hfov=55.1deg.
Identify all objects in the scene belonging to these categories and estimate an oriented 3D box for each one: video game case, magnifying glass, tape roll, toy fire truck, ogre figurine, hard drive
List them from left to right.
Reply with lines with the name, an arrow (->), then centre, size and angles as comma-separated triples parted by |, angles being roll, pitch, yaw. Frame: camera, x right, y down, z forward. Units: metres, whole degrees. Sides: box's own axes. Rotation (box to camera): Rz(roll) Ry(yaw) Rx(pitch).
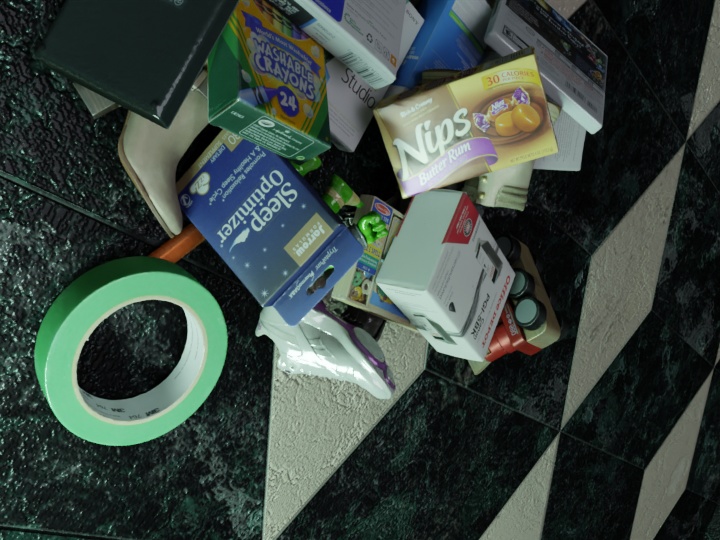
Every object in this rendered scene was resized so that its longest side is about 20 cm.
tape roll -> -0.242, 0.088, 0.747 | 0.197, 0.048, 0.205 | -17, 120, -32
hard drive -> -0.190, -0.249, 0.633 | 0.203, 0.137, 0.033 | -63, 172, -8
magnifying glass -> -0.160, -0.067, 0.799 | 0.200, 0.022, 0.081 | -43, 128, -24
ogre figurine -> -0.076, -0.072, 0.786 | 0.120, 0.098, 0.200 | -50, 124, -2
toy fire truck -> 0.216, 0.071, 1.106 | 0.199, 0.179, 0.127 | -36, 141, 29
video game case -> 0.261, -0.303, 0.949 | 0.198, 0.023, 0.184 | 35, 48, -14

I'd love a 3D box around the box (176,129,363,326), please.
box -> -0.100, -0.053, 0.728 | 0.121, 0.200, 0.032 | -44, 170, 10

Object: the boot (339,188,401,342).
boot -> 0.000, 0.000, 0.933 | 0.199, 0.068, 0.177 | -40, 127, -37

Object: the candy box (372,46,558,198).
candy box -> 0.125, -0.174, 0.827 | 0.057, 0.196, 0.119 | -65, 137, -62

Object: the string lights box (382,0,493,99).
string lights box -> 0.102, -0.279, 0.925 | 0.102, 0.058, 0.203 | 32, 83, -42

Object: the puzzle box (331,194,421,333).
puzzle box -> 0.046, -0.003, 0.916 | 0.199, 0.025, 0.136 | 25, 78, -51

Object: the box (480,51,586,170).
box -> 0.243, -0.234, 1.031 | 0.197, 0.105, 0.156 | -4, 107, -39

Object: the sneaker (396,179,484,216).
sneaker -> 0.111, -0.085, 0.981 | 0.199, 0.073, 0.083 | 27, 88, -49

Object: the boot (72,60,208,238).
boot -> -0.184, -0.156, 0.699 | 0.145, 0.070, 0.203 | -33, 115, -13

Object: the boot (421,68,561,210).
boot -> 0.153, -0.167, 0.898 | 0.196, 0.072, 0.158 | 13, 104, -20

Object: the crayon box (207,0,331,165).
crayon box -> -0.094, -0.226, 0.704 | 0.125, 0.051, 0.205 | 18, 59, -47

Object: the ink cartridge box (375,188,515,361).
ink cartridge box -> 0.122, 0.009, 0.927 | 0.200, 0.082, 0.149 | 46, 62, -46

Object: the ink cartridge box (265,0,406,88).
ink cartridge box -> -0.022, -0.337, 0.748 | 0.196, 0.046, 0.205 | 26, 62, -41

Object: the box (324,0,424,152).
box -> -0.014, -0.271, 0.843 | 0.144, 0.036, 0.203 | 34, 80, -42

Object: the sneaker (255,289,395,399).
sneaker -> -0.044, 0.103, 0.868 | 0.100, 0.199, 0.075 | -53, 172, 12
